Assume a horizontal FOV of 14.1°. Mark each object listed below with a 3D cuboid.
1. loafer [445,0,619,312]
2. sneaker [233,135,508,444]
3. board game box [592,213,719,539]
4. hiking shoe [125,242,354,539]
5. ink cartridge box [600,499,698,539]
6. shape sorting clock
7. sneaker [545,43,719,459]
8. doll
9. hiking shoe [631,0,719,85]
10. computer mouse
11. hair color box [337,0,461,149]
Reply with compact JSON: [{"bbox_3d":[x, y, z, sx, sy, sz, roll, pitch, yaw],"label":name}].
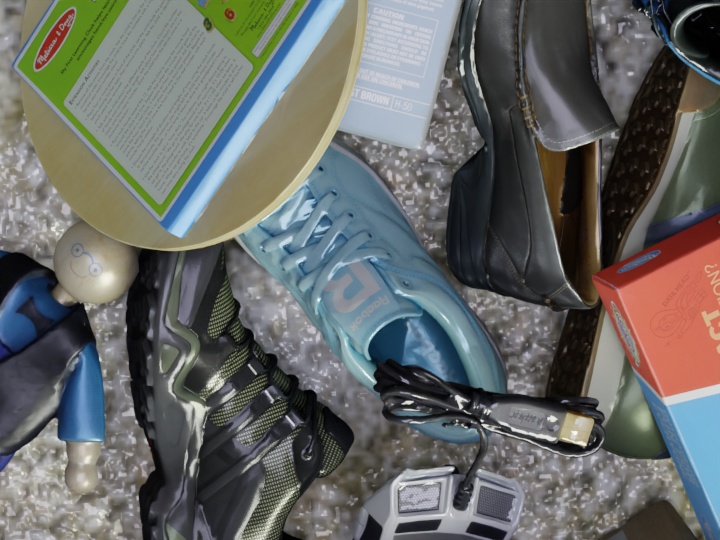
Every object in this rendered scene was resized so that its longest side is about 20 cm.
[{"bbox_3d":[0.089,-0.076,1.318,0.072,0.073,0.200,24,127,35],"label":"loafer"},{"bbox_3d":[0.000,0.000,1.350,0.200,0.082,0.074,44,94,-6],"label":"sneaker"},{"bbox_3d":[0.226,0.029,1.328,0.200,0.040,0.153,-27,102,-7],"label":"board game box"},{"bbox_3d":[-0.056,0.062,1.371,0.100,0.076,0.200,-5,105,-12],"label":"hiking shoe"},{"bbox_3d":[0.090,0.206,1.337,0.200,0.165,0.075,-34,100,3],"label":"ink cartridge box"},{"bbox_3d":[-0.077,-0.108,1.309,0.200,0.039,0.200,-3,85,34],"label":"shape sorting clock"},{"bbox_3d":[0.157,-0.005,1.365,0.090,0.067,0.201,16,93,-16],"label":"sneaker"},{"bbox_3d":[-0.174,0.056,1.361,0.136,0.048,0.200,45,98,16],"label":"doll"},{"bbox_3d":[0.150,-0.139,1.306,0.200,0.087,0.074,34,124,12],"label":"hiking shoe"},{"bbox_3d":[0.035,0.108,1.345,0.109,0.044,0.200,6,141,-16],"label":"computer mouse"},{"bbox_3d":[0.025,-0.161,1.320,0.061,0.099,0.200,15,97,-2],"label":"hair color box"}]
